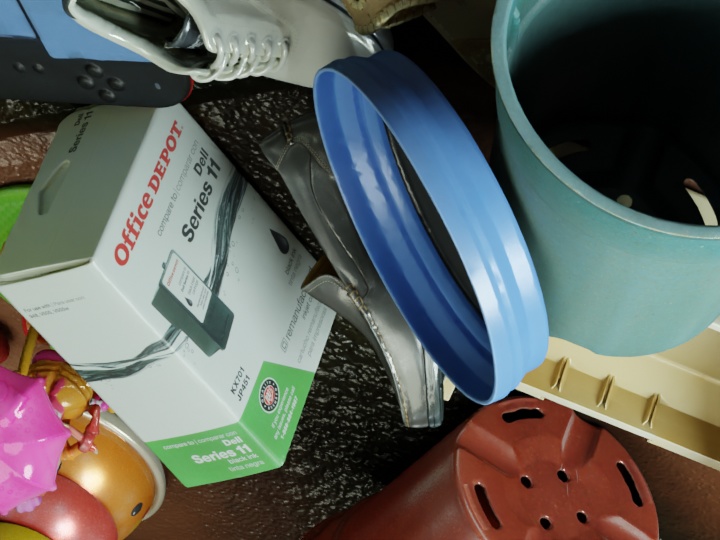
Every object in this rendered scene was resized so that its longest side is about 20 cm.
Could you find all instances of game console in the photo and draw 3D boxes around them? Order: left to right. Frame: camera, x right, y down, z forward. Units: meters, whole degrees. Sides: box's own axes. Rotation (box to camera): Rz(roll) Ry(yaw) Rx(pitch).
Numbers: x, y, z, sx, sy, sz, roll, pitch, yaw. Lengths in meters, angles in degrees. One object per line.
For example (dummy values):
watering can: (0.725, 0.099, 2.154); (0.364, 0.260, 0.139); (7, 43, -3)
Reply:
game console: (-0.195, -0.169, 1.722); (0.176, 0.031, 0.200); (1, 139, 25)

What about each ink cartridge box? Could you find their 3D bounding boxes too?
ink cartridge box: (-0.113, 0.010, 1.812); (0.083, 0.147, 0.200); (-13, 133, 36)

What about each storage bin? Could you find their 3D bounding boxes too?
storage bin: (0.164, 0.040, 1.755); (0.199, 0.094, 0.199); (21, 144, 0)

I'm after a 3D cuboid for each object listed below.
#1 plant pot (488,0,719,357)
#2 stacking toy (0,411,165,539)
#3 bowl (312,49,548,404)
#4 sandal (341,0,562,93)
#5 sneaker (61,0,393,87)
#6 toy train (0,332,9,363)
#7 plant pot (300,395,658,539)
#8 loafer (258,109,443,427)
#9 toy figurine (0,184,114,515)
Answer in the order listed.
plant pot: (0.151, -0.061, 1.566); (0.200, 0.201, 0.196); (19, 152, 2)
stacking toy: (-0.230, 0.195, 2.061); (0.146, 0.200, 0.146); (14, 144, 10)
bowl: (0.039, -0.026, 1.601); (0.201, 0.039, 0.201); (58, 167, 21)
sandal: (0.027, -0.147, 1.604); (0.212, 0.070, 0.078); (39, 140, -23)
sneaker: (-0.077, -0.131, 1.651); (0.199, 0.071, 0.073); (16, 135, -15)
toy train: (-0.321, 0.016, 1.990); (0.115, 0.085, 0.200); (17, 146, 29)
plant pot: (0.080, 0.191, 1.926); (0.200, 0.201, 0.195); (29, 135, -11)
loafer: (0.000, 0.000, 1.737); (0.072, 0.073, 0.201); (-16, 97, 1)
toy figurine: (-0.209, 0.079, 1.916); (0.150, 0.184, 0.200); (8, 143, 18)
